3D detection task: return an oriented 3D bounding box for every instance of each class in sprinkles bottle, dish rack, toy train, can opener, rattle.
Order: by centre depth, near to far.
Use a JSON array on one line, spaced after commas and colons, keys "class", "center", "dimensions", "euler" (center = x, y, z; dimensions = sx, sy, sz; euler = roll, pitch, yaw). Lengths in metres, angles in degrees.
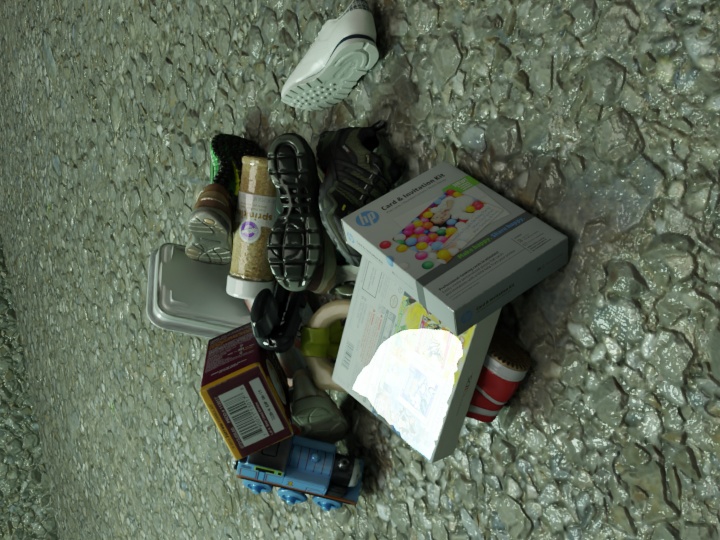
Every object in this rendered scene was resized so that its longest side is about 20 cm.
[{"class": "rattle", "center": [0.029, 0.092, 1.101], "dimensions": [0.200, 0.143, 0.131], "euler": [-24, 68, 16]}, {"class": "can opener", "center": [-0.100, 0.041, 1.113], "dimensions": [0.063, 0.200, 0.079], "euler": [5, 123, 10]}, {"class": "sprinkles bottle", "center": [-0.147, -0.061, 1.146], "dimensions": [0.068, 0.068, 0.201], "euler": [18, 102, 51]}, {"class": "toy train", "center": [-0.088, 0.286, 1.163], "dimensions": [0.114, 0.199, 0.087], "euler": [109, 175, -55]}, {"class": "dish rack", "center": [-0.233, 0.030, 1.270], "dimensions": [0.044, 0.199, 0.172], "euler": [-55, 32, 39]}]

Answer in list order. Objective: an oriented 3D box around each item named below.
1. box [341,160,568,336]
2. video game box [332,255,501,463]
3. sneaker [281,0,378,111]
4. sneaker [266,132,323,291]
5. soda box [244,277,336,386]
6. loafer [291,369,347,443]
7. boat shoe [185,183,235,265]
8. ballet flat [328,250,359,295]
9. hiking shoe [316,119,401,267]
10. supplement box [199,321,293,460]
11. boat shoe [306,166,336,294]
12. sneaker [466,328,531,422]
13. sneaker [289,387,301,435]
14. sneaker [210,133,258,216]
[{"class": "box", "center": [0.098, -0.033, 0.872], "dimensions": [0.200, 0.156, 0.041], "euler": [41, 153, 43]}, {"class": "video game box", "center": [0.057, 0.087, 0.924], "dimensions": [0.182, 0.047, 0.201], "euler": [36, 122, 40]}, {"class": "sneaker", "center": [-0.043, -0.287, 1.095], "dimensions": [0.200, 0.076, 0.081], "euler": [-26, 65, 48]}, {"class": "sneaker", "center": [-0.076, -0.074, 1.036], "dimensions": [0.075, 0.079, 0.201], "euler": [2, 94, 13]}, {"class": "soda box", "center": [-0.117, 0.072, 1.228], "dimensions": [0.068, 0.063, 0.200], "euler": [-36, 81, 51]}, {"class": "loafer", "center": [-0.062, 0.201, 1.167], "dimensions": [0.200, 0.072, 0.063], "euler": [78, 178, -63]}, {"class": "boat shoe", "center": [-0.216, -0.064, 1.188], "dimensions": [0.200, 0.075, 0.072], "euler": [127, 154, -65]}, {"class": "ballet flat", "center": [0.000, 0.000, 1.099], "dimensions": [0.200, 0.069, 0.070], "euler": [-10, 89, 58]}, {"class": "hiking shoe", "center": [0.002, -0.104, 1.015], "dimensions": [0.100, 0.076, 0.201], "euler": [-16, 65, 17]}, {"class": "supplement box", "center": [-0.156, 0.158, 1.110], "dimensions": [0.200, 0.085, 0.111], "euler": [-117, 3, -74]}, {"class": "boat shoe", "center": [-0.078, -0.064, 1.104], "dimensions": [0.072, 0.065, 0.201], "euler": [-33, 56, 45]}, {"class": "sneaker", "center": [0.105, 0.095, 0.959], "dimensions": [0.200, 0.071, 0.113], "euler": [45, 127, 37]}, {"class": "sneaker", "center": [-0.115, 0.252, 1.285], "dimensions": [0.083, 0.080, 0.201], "euler": [-42, 64, 55]}, {"class": "sneaker", "center": [-0.214, -0.147, 1.291], "dimensions": [0.200, 0.078, 0.085], "euler": [-89, 17, -44]}]
